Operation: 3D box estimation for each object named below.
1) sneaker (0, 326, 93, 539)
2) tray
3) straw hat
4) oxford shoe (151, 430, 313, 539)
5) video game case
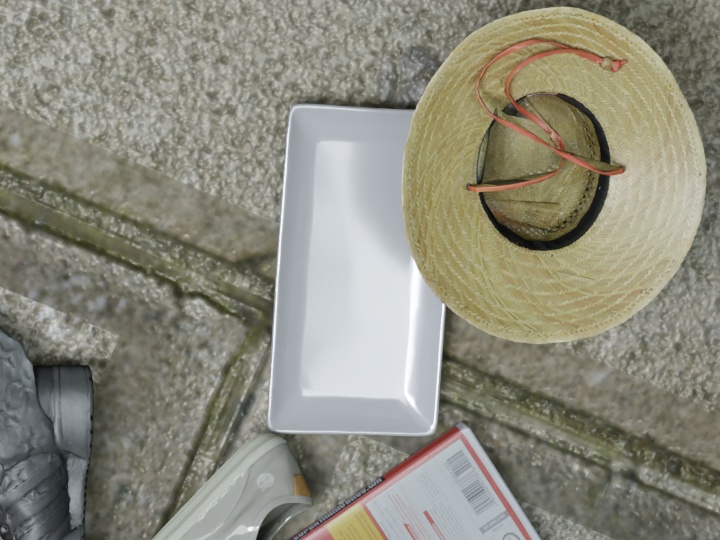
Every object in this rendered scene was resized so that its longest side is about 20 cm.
[{"bbox_3d":[-0.213,0.119,1.646,0.104,0.060,0.201,3,95,-11],"label":"sneaker"},{"bbox_3d":[0.000,0.000,1.689,0.107,0.022,0.201,2,99,-12],"label":"tray"},{"bbox_3d":[0.105,-0.064,1.668,0.200,0.085,0.202,-3,104,-13],"label":"straw hat"},{"bbox_3d":[-0.103,0.185,1.668,0.058,0.075,0.200,42,85,11],"label":"oxford shoe"},{"bbox_3d":[0.020,0.207,1.729,0.200,0.017,0.143,-34,105,-5],"label":"video game case"}]
